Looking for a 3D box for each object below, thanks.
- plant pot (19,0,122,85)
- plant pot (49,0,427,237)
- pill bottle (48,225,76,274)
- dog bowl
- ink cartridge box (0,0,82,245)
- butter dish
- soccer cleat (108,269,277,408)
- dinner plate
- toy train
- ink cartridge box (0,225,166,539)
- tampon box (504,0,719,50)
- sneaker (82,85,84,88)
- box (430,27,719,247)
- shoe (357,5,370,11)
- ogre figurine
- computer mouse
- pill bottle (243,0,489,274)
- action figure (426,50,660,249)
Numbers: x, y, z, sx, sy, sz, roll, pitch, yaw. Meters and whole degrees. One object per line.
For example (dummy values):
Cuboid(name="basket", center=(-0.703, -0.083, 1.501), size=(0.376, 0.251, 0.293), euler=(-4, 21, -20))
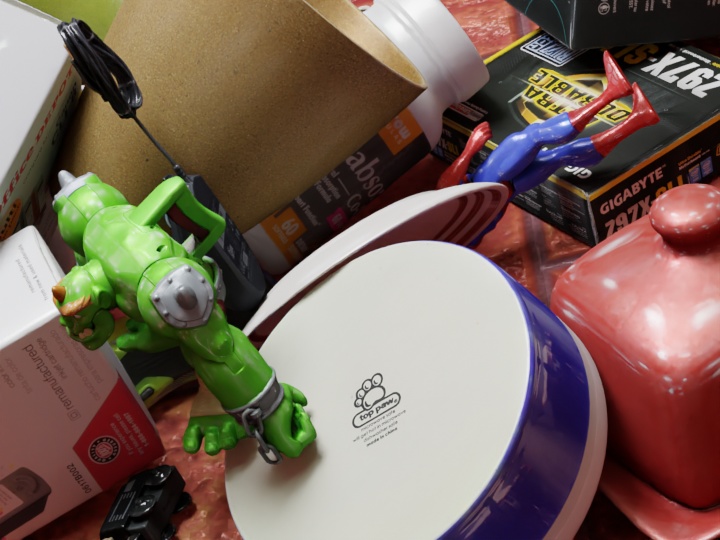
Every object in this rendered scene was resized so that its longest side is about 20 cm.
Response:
Cuboid(name="plant pot", center=(-0.194, -0.223, 1.615), size=(0.200, 0.201, 0.192), euler=(-37, 49, -26))
Cuboid(name="plant pot", center=(-0.091, -0.097, 1.239), size=(0.200, 0.186, 0.187), euler=(-50, 34, 10))
Cuboid(name="pill bottle", center=(-0.263, -0.014, 1.401), size=(0.199, 0.116, 0.116), euler=(-28, 35, -16))
Cuboid(name="dog bowl", center=(0.027, 0.088, 1.083), size=(0.199, 0.079, 0.201), euler=(-22, 50, 28))
Cuboid(name="ink cartridge box", center=(-0.261, -0.073, 1.253), size=(0.144, 0.200, 0.146), euler=(22, 69, 3))
Cuboid(name="butter dish", center=(0.189, 0.020, 1.111), size=(0.199, 0.149, 0.199), euler=(-27, 36, -14))
Cuboid(name="soccer cleat", center=(-0.140, 0.055, 1.312), size=(0.199, 0.065, 0.084), euler=(-23, 4, 0))
Cuboid(name="dinner plate", center=(0.000, 0.000, 1.216), size=(0.199, 0.200, 0.024), euler=(-30, 77, -17))
Cuboid(name="toy train", center=(-0.147, 0.181, 1.142), size=(0.046, 0.034, 0.200), euler=(-15, 29, 27))
Cuboid(name="ink cartridge box", center=(-0.234, 0.091, 1.186), size=(0.199, 0.148, 0.086), euler=(-32, 46, -5))
Cuboid(name="tampon box", center=(0.210, -0.242, 1.428), size=(0.198, 0.127, 0.150), euler=(-6, 25, -19))
Cuboid(name="sneaker", center=(-0.217, -0.092, 1.528), size=(0.198, 0.081, 0.089), euler=(-8, 43, 14))
Cuboid(name="box", center=(0.158, -0.104, 1.390), size=(0.159, 0.050, 0.200), euler=(-30, 35, -20))
Cuboid(name="shoe", center=(-0.050, -0.128, 1.515), size=(0.070, 0.054, 0.200), euler=(20, 50, 43))
Cuboid(name="ogre figurine", center=(-0.106, 0.015, 1.093), size=(0.098, 0.120, 0.201), euler=(-26, 43, 3))
Cuboid(name="computer mouse", center=(-0.116, -0.055, 1.147), size=(0.034, 0.201, 0.059), euler=(-28, 21, 12))
Cuboid(name="pill bottle", center=(-0.018, -0.100, 1.367), size=(0.200, 0.117, 0.116), euler=(-40, 36, -2))
Cuboid(name="action figure", center=(0.090, -0.061, 1.289), size=(0.199, 0.065, 0.052), euler=(-36, 54, 14))
